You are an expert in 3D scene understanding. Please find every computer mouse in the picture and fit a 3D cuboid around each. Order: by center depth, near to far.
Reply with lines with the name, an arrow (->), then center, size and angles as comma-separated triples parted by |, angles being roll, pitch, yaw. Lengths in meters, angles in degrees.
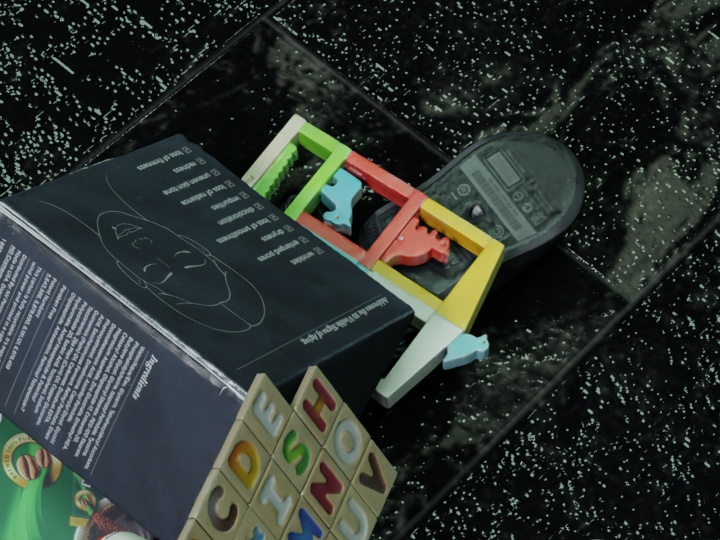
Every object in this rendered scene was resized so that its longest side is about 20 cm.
computer mouse -> 0.056, -0.022, 1.725 | 0.200, 0.053, 0.139 | -27, 66, -11

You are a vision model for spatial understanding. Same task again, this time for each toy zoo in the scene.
toy zoo -> 0.000, 0.000, 1.675 | 0.200, 0.020, 0.131 | 32, 69, 15

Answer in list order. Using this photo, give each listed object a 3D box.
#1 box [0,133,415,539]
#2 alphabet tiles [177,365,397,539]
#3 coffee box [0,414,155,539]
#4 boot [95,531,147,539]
box -> -0.109, 0.038, 1.562 | 0.196, 0.124, 0.200 | 35, 29, 18
alphabet tiles -> -0.038, 0.160, 1.442 | 0.008, 0.167, 0.200 | -4, 46, 37
coffee box -> -0.214, 0.119, 1.559 | 0.199, 0.044, 0.123 | 22, 55, -10
boot -> -0.149, 0.205, 1.431 | 0.144, 0.200, 0.072 | 16, 53, 31
